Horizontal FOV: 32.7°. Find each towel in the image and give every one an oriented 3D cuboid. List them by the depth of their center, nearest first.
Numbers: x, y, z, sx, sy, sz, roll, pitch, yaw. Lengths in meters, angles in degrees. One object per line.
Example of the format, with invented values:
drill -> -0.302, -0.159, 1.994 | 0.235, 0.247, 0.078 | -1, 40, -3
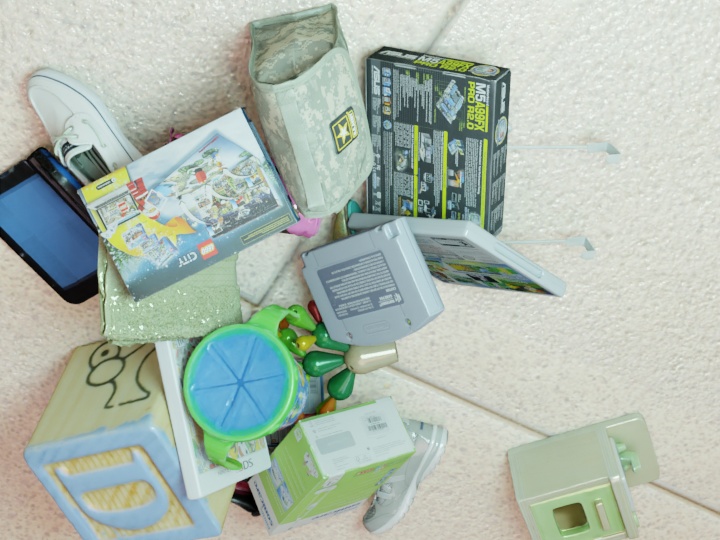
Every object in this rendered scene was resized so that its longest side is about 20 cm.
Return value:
towel -> -0.216, 0.010, 1.414 | 0.036, 0.149, 0.200 | -5, 177, 44

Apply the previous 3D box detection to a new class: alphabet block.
alphabet block -> -0.273, 0.211, 1.552 | 0.195, 0.200, 0.197 | -12, 123, 19

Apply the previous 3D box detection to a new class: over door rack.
over door rack -> 0.192, -0.095, 1.463 | 0.199, 0.067, 0.148 | 5, 124, -3

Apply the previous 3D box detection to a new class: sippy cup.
sippy cup -> -0.124, 0.138, 1.457 | 0.178, 0.140, 0.130 | -35, 163, 6

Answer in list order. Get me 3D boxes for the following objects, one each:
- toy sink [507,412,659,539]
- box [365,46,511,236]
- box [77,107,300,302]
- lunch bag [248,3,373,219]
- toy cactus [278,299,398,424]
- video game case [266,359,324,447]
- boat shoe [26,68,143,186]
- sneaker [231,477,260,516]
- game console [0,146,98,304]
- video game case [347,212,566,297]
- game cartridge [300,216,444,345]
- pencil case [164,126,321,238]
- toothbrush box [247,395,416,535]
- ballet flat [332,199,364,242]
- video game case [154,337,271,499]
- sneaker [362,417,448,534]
toy sink -> 0.323, 0.305, 1.718 | 0.200, 0.112, 0.131 | -17, 124, 9
box -> 0.085, -0.141, 1.388 | 0.160, 0.044, 0.200 | 14, 123, 25
box -> -0.183, -0.070, 1.320 | 0.200, 0.038, 0.137 | -25, 97, 6
lunch bag -> -0.054, -0.170, 1.321 | 0.117, 0.200, 0.164 | -11, 123, 4
toy cactus -> -0.035, 0.114, 1.569 | 0.165, 0.102, 0.200 | -10, 118, 4
video game case -> -0.149, 0.183, 1.668 | 0.199, 0.018, 0.143 | -2, 125, -2
boat shoe -> -0.305, -0.142, 1.364 | 0.200, 0.067, 0.074 | 43, 128, 2
sneaker -> -0.120, 0.313, 1.718 | 0.199, 0.084, 0.077 | 8, 124, -8
game console -> -0.347, -0.034, 1.455 | 0.118, 0.171, 0.200 | -44, 119, -6
video game case -> 0.111, -0.019, 1.435 | 0.182, 0.200, 0.022 | 29, 75, -39
game cartridge -> 0.013, 0.020, 1.428 | 0.200, 0.041, 0.133 | -16, 95, 53
pencil case -> -0.139, -0.101, 1.438 | 0.199, 0.094, 0.091 | 13, 165, -13
toothbrush box -> -0.040, 0.258, 1.613 | 0.145, 0.086, 0.200 | -11, 153, -32
ballet flat -> 0.000, 0.000, 1.526 | 0.071, 0.071, 0.200 | -22, 122, 12
video game case -> -0.178, 0.163, 1.507 | 0.023, 0.182, 0.201 | -14, 88, 23
sneaker -> 0.047, 0.283, 1.725 | 0.082, 0.075, 0.200 | 27, 113, -4
